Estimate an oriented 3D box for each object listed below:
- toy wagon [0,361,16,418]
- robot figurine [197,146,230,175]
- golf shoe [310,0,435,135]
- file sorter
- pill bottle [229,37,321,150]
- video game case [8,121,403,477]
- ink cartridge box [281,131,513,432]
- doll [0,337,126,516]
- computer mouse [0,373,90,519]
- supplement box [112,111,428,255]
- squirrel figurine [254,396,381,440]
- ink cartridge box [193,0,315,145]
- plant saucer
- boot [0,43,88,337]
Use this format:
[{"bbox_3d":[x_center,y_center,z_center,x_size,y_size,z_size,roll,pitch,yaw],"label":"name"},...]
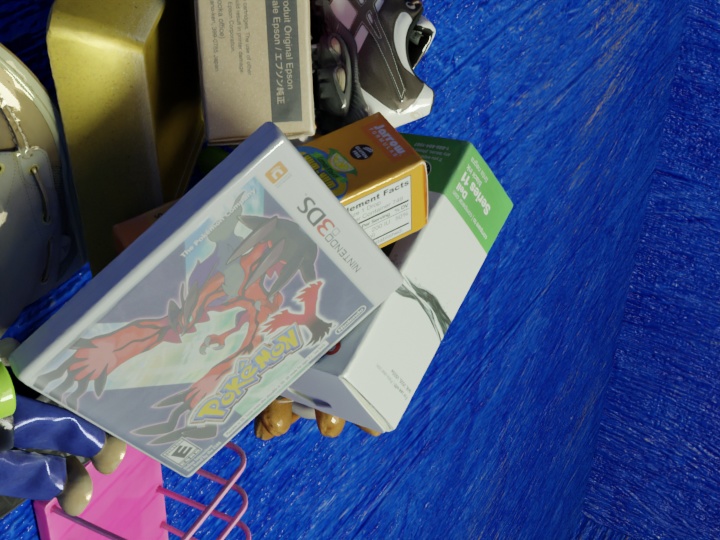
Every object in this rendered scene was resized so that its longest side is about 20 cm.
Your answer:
[{"bbox_3d":[-0.256,0.072,0.594,0.154,0.039,0.203,-18,89,-32],"label":"toy wagon"},{"bbox_3d":[-0.096,-0.010,0.962,0.199,0.114,0.178,-28,124,-54],"label":"robot figurine"},{"bbox_3d":[0.005,-0.183,0.844,0.078,0.093,0.203,96,-11,-66],"label":"golf shoe"},{"bbox_3d":[-0.169,0.242,0.982,0.139,0.124,0.202,-47,147,-46],"label":"file sorter"},{"bbox_3d":[-0.038,-0.185,0.967,0.202,0.115,0.116,-67,157,-10],"label":"pill bottle"},{"bbox_3d":[-0.083,0.028,0.710,0.200,0.023,0.182,-42,143,1],"label":"video game case"},{"bbox_3d":[0.000,0.000,0.864,0.083,0.145,0.202,48,63,-44],"label":"ink cartridge box"},{"bbox_3d":[-0.234,0.095,0.684,0.199,0.049,0.137,21,115,-47],"label":"doll"},{"bbox_3d":[-0.246,0.112,0.808,0.199,0.052,0.140,-30,134,-44],"label":"computer mouse"},{"bbox_3d":[-0.054,-0.029,0.752,0.198,0.067,0.069,-25,141,-21],"label":"supplement box"},{"bbox_3d":[-0.055,0.058,1.117,0.187,0.139,0.203,48,47,-63],"label":"squirrel figurine"},{"bbox_3d":[-0.073,-0.190,0.783,0.200,0.074,0.167,-107,-167,-69],"label":"ink cartridge box"},{"bbox_3d":[-0.140,-0.120,0.769,0.201,0.048,0.202,-80,172,-50],"label":"plant saucer"},{"bbox_3d":[-0.238,-0.028,0.686,0.155,0.071,0.201,-54,152,-31],"label":"boot"}]
